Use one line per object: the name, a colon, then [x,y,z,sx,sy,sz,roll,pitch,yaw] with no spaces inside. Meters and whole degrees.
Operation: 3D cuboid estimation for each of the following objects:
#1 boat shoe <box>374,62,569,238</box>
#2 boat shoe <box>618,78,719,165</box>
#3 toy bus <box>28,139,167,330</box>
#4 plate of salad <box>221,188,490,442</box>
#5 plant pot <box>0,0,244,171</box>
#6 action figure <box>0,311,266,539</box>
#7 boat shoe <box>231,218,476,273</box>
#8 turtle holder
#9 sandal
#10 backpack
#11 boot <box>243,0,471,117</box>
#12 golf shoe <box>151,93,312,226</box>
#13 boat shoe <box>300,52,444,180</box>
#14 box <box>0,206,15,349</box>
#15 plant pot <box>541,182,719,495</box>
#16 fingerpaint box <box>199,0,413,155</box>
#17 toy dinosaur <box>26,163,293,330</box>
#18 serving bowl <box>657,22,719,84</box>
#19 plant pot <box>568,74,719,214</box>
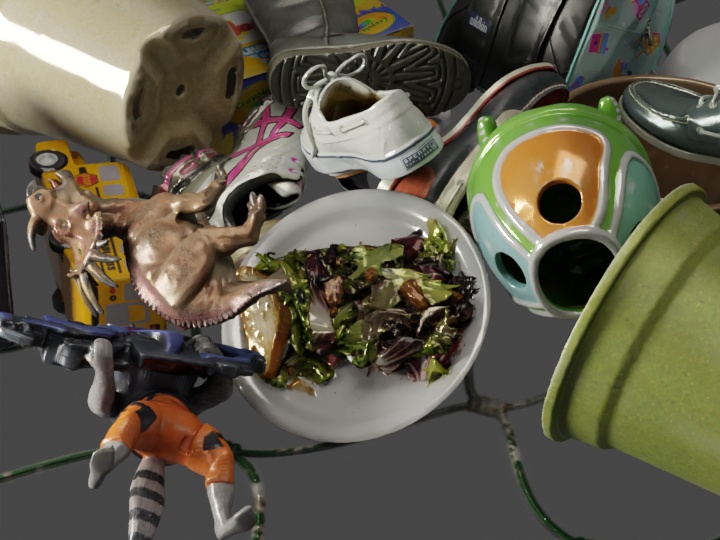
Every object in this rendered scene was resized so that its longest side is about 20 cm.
boat shoe: [0.097,-0.087,1.711,0.062,0.071,0.200,36,55,25]
boat shoe: [0.286,-0.114,1.719,0.199,0.062,0.073,27,42,30]
toy bus: [-0.203,-0.025,1.720,0.078,0.065,0.200,-7,36,-13]
plate of salad: [-0.007,0.026,1.609,0.199,0.048,0.201,-7,61,13]
plant pot: [-0.200,-0.173,1.811,0.183,0.201,0.200,27,42,34]
action figure: [-0.164,0.097,1.523,0.199,0.105,0.194,13,26,-17]
boat shoe: [0.000,0.000,1.709,0.199,0.072,0.072,-2,63,-25]
turtle holder: [0.144,-0.021,1.615,0.140,0.186,0.132,6,37,-10]
sandal: [0.038,-0.088,1.832,0.079,0.060,0.207,-13,8,22]
backpack: [0.178,-0.233,1.926,0.153,0.201,0.176,-3,29,-36]
boot: [-0.010,-0.204,1.872,0.181,0.073,0.200,5,29,-11]
golf shoe: [-0.071,-0.079,1.807,0.092,0.073,0.200,30,52,28]
boat shoe: [-0.010,-0.121,1.697,0.074,0.086,0.202,-34,17,-11]
box: [-0.370,-0.030,1.675,0.199,0.118,0.197,-9,36,-14]
plant pot: [0.251,0.074,1.519,0.184,0.201,0.200,32,43,19]
fingerpaint box: [-0.081,-0.189,1.957,0.199,0.074,0.167,-21,40,-29]
toy dinosaur: [-0.133,-0.003,1.569,0.135,0.086,0.200,-31,48,-25]
serving bowl: [0.355,-0.166,1.956,0.199,0.066,0.201,2,36,-1]
plant pot: [0.239,-0.067,1.782,0.200,0.093,0.201,1,36,-1]
